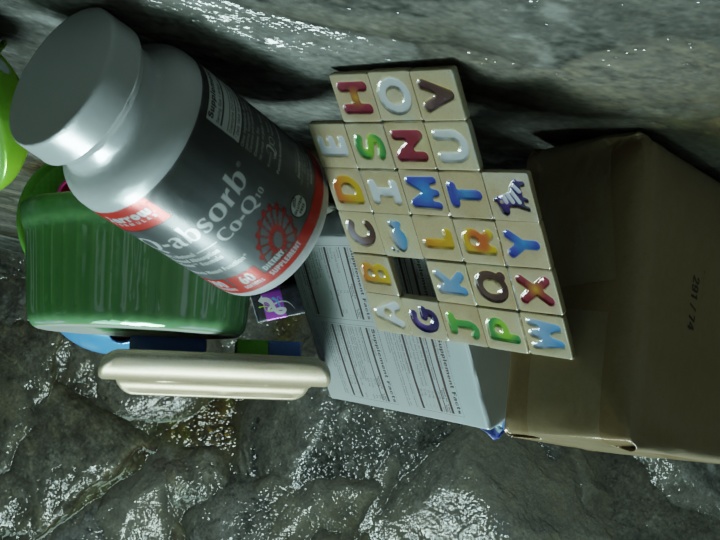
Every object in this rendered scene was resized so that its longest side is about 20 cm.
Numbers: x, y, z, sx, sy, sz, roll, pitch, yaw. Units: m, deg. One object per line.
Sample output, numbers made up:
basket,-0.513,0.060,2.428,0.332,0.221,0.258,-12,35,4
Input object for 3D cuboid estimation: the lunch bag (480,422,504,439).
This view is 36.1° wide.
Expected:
lunch bag,0.148,0.051,1.102,0.127,0.172,0.200,35,-167,13

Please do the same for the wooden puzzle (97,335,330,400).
wooden puzzle,-0.125,0.080,0.949,0.181,0.047,0.200,3,169,-8

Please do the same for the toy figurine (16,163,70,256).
toy figurine,-0.224,-0.048,1.067,0.201,0.150,0.183,49,151,-9

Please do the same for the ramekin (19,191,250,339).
ramekin,-0.179,0.002,0.900,0.196,0.100,0.200,2,173,0

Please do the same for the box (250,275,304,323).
box,0.000,0.000,1.127,0.196,0.037,0.143,-13,-167,15

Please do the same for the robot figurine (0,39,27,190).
robot figurine,-0.303,-0.088,0.716,0.114,0.179,0.199,5,-155,43

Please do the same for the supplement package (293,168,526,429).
supplement package,0.067,0.014,0.883,0.150,0.153,0.198,-26,-164,-33

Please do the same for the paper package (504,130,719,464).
paper package,0.198,0.029,0.786,0.102,0.204,0.189,-2,169,42

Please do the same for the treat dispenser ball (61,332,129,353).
treat dispenser ball,-0.294,0.000,1.341,0.197,0.205,0.201,10,174,1

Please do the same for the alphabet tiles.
alphabet tiles,0.047,-0.036,0.713,0.165,0.203,0.008,6,-144,41

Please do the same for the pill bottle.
pill bottle,-0.120,-0.073,0.719,0.115,0.118,0.199,4,159,42

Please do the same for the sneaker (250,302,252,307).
sneaker,-0.134,0.010,1.195,0.075,0.201,0.071,26,134,6
